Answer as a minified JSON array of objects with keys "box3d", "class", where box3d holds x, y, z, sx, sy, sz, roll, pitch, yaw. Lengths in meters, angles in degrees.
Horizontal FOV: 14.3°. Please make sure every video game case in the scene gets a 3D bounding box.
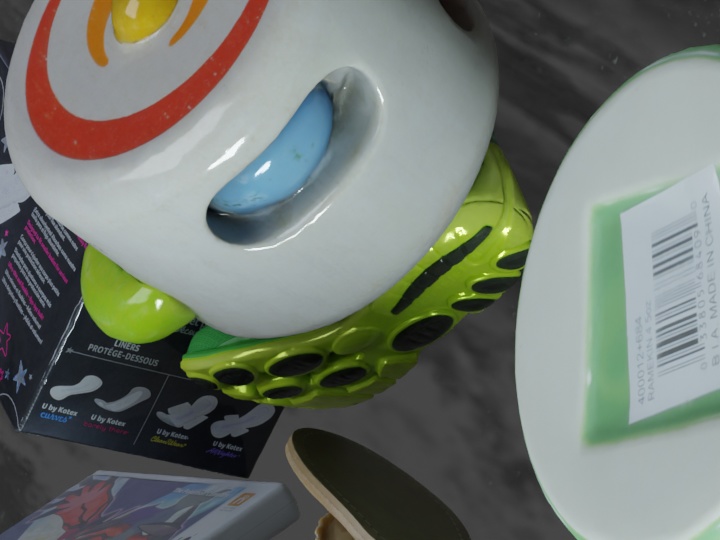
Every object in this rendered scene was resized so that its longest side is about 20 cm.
[{"box3d":[-0.147,0.151,1.362,0.200,0.182,0.023,-4,115,59],"class":"video game case"}]

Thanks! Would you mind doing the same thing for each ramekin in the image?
[{"box3d":[0.138,0.018,0.975,0.200,0.098,0.200,-26,59,54],"class":"ramekin"}]

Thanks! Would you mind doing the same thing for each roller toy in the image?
[{"box3d":[-0.048,-0.080,1.173,0.182,0.140,0.200,-11,55,39],"class":"roller toy"}]

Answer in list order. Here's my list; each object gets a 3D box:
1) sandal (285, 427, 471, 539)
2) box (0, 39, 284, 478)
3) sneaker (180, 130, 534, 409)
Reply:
[{"box3d":[0.017,0.137,1.165,0.212,0.078,0.070,37,106,52],"class":"sandal"},{"box3d":[-0.115,-0.009,1.380,0.115,0.132,0.200,-63,34,20],"class":"box"},{"box3d":[0.000,0.000,1.247,0.200,0.074,0.084,-33,48,37],"class":"sneaker"}]
